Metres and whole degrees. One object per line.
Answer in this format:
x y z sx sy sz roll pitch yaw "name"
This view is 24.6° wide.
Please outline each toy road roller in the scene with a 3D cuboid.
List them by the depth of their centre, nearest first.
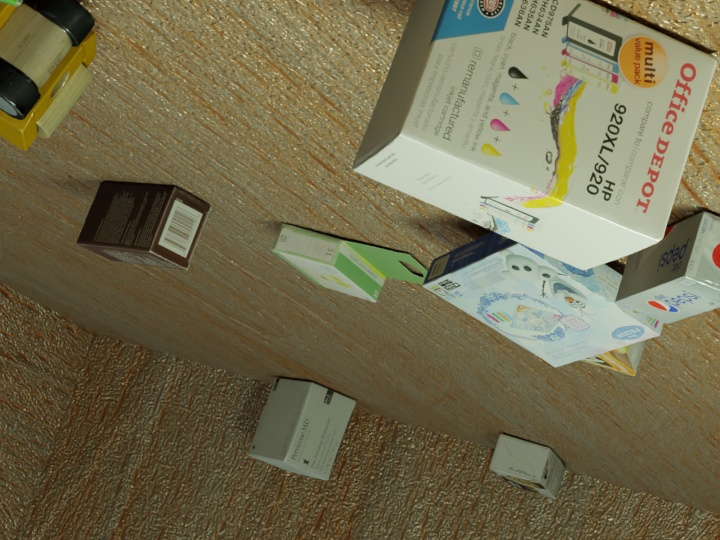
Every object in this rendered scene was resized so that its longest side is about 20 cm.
-0.345 -0.218 1.597 0.146 0.123 0.200 34 167 2 "toy road roller"

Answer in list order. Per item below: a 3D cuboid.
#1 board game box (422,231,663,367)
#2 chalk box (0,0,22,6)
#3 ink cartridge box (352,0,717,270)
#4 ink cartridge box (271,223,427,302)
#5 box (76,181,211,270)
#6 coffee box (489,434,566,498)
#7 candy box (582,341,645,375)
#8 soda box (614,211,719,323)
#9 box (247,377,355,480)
0.202 0.028 1.834 0.199 0.043 0.200 32 154 -19 "board game box"
-0.288 -0.277 1.171 0.124 0.125 0.200 18 168 7 "chalk box"
0.123 -0.110 1.185 0.200 0.147 0.145 22 169 -10 "ink cartridge box"
0.000 0.000 2.214 0.200 0.048 0.146 17 168 30 "ink cartridge box"
-0.305 -0.063 2.309 0.075 0.100 0.200 29 166 -39 "box"
0.358 0.417 3.510 0.113 0.080 0.200 15 168 21 "coffee box"
0.278 0.067 2.012 0.115 0.055 0.200 16 168 19 "candy box"
0.312 -0.001 1.588 0.063 0.068 0.200 20 170 -6 "soda box"
-0.138 0.366 3.837 0.131 0.199 0.200 25 168 -27 "box"
